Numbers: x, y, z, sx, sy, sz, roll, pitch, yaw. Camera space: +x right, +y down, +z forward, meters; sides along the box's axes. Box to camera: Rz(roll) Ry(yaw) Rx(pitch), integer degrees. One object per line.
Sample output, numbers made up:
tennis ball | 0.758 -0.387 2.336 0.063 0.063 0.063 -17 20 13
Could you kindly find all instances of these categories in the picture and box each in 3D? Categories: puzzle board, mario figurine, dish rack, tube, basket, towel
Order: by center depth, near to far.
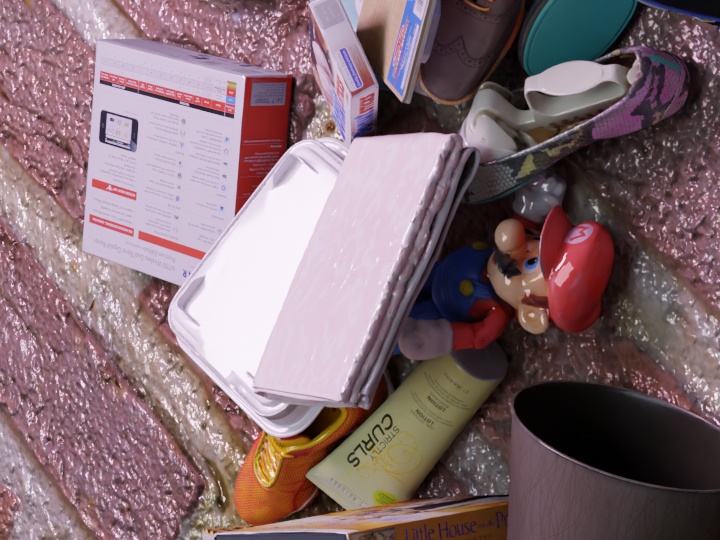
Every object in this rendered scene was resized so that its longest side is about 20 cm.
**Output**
basket | 0.161 0.197 1.584 0.180 0.136 0.200 28 118 48
puzzle board | 0.041 -0.224 1.620 0.151 0.017 0.200 -124 46 -67
mario figurine | 0.079 -0.005 1.656 0.200 0.106 0.124 -13 80 37
towel | 0.000 0.000 1.670 0.200 0.032 0.191 -66 20 -8
tube | 0.036 0.119 1.774 0.200 0.052 0.058 -51 47 39
dish rack | -0.050 0.005 1.802 0.200 0.044 0.172 -52 52 4

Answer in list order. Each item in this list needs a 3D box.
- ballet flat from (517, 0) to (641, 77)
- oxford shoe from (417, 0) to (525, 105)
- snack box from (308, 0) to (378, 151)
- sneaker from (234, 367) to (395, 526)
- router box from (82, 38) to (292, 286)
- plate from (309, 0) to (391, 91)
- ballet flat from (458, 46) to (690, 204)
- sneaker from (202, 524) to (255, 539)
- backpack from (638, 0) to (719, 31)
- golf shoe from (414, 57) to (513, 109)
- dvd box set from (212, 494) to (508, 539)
ballet flat | 0.160 -0.208 1.596 0.073 0.073 0.200 60 143 25
oxford shoe | 0.077 -0.197 1.594 0.071 0.073 0.200 20 112 6
snack box | -0.012 -0.137 1.725 0.200 0.024 0.072 93 152 -82
sneaker | -0.053 0.126 1.855 0.073 0.077 0.200 58 133 25
router box | -0.143 -0.084 1.957 0.200 0.049 0.180 19 107 46
plate | 0.018 -0.230 1.780 0.200 0.026 0.201 5 97 47
ballet flat | 0.121 -0.104 1.611 0.200 0.071 0.069 -22 54 34
sneaker | -0.053 0.252 1.874 0.200 0.075 0.090 9 100 56
backpack | 0.217 -0.236 1.423 0.147 0.200 0.183 -122 44 -54
golf shoe | 0.057 -0.215 1.685 0.097 0.078 0.201 14 104 32
dvd box set | 0.020 0.181 1.685 0.146 0.200 0.029 -8 88 49
